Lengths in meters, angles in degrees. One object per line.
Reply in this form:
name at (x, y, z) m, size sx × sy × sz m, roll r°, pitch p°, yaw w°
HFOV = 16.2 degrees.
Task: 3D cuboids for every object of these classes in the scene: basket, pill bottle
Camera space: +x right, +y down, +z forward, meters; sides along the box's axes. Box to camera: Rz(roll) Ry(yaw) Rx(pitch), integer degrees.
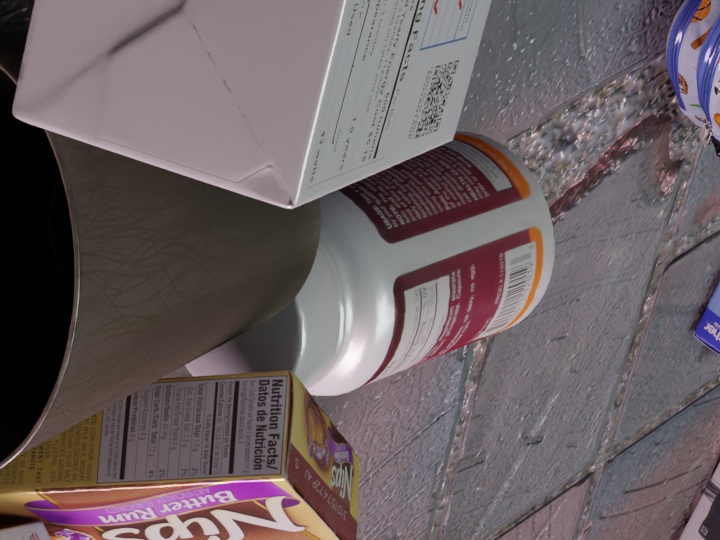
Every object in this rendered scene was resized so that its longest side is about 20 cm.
basket at (-0.116, -0.017, 1.098) m, size 0.200 × 0.136 × 0.181 m, roll -15°, pitch 111°, yaw -57°
pill bottle at (0.000, 0.000, 1.313) m, size 0.200 × 0.114 × 0.115 m, roll -18°, pitch 137°, yaw -47°

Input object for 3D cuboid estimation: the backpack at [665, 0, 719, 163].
backpack at (0.280, -0.137, 1.549) m, size 0.200 × 0.154 × 0.191 m, roll -55°, pitch 162°, yaw -9°

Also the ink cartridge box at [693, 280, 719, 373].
ink cartridge box at (0.332, 0.001, 1.871) m, size 0.136 × 0.076 × 0.201 m, roll -12°, pitch 131°, yaw -51°

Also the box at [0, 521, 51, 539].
box at (-0.248, 0.174, 1.132) m, size 0.199 × 0.036 × 0.144 m, roll -7°, pitch 153°, yaw -41°

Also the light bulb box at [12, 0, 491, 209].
light bulb box at (-0.023, -0.146, 1.005) m, size 0.200 × 0.124 × 0.199 m, roll -27°, pitch 134°, yaw -69°

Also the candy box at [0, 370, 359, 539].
candy box at (-0.110, 0.096, 1.181) m, size 0.117 × 0.199 × 0.057 m, roll 58°, pitch 32°, yaw -62°

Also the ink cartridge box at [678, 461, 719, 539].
ink cartridge box at (0.347, 0.201, 2.121) m, size 0.145 × 0.084 × 0.201 m, roll -11°, pitch 132°, yaw -52°
